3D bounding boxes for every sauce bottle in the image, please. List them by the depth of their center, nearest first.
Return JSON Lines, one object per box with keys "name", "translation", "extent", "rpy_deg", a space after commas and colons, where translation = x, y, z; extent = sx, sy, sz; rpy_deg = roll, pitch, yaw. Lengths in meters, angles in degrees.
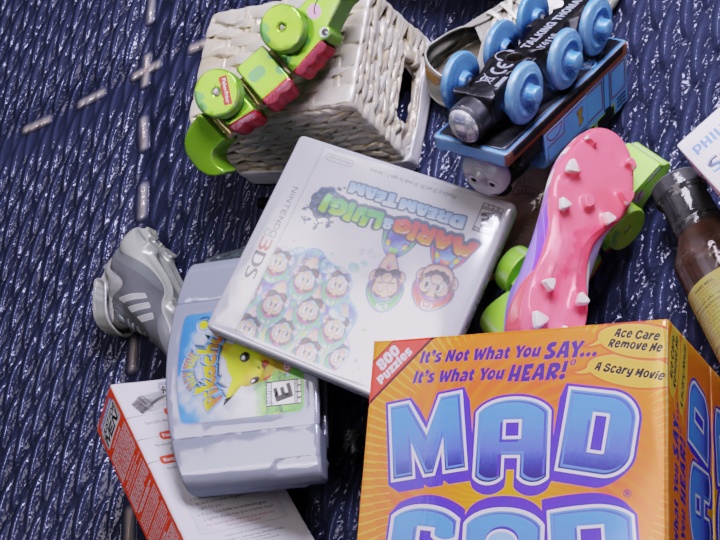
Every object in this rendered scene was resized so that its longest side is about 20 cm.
{"name": "sauce bottle", "translation": [0.266, 0.014, 0.776], "extent": [0.064, 0.065, 0.201], "rpy_deg": [-30, 59, 18]}

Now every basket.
{"name": "basket", "translation": [-0.048, -0.169, 1.012], "extent": [0.199, 0.123, 0.137], "rpy_deg": [-2, 69, 31]}

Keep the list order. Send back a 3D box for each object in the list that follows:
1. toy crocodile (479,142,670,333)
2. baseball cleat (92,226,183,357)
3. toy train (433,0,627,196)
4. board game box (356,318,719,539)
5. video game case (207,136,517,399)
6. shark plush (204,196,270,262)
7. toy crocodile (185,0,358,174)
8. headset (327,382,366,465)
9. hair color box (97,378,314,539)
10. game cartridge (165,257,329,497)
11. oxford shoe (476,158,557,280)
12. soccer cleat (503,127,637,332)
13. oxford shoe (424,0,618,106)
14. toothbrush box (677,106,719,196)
{"name": "toy crocodile", "translation": [0.169, -0.016, 0.859], "extent": [0.067, 0.062, 0.200], "rpy_deg": [36, 87, 36]}
{"name": "baseball cleat", "translation": [-0.204, 0.048, 1.065], "extent": [0.106, 0.070, 0.201], "rpy_deg": [-46, 44, 16]}
{"name": "toy train", "translation": [0.138, -0.139, 0.851], "extent": [0.086, 0.115, 0.200], "rpy_deg": [17, 47, 36]}
{"name": "board game box", "translation": [0.132, 0.164, 0.715], "extent": [0.198, 0.200, 0.202], "rpy_deg": [-7, 67, 30]}
{"name": "video game case", "translation": [0.000, 0.000, 0.864], "extent": [0.199, 0.024, 0.183], "rpy_deg": [20, 76, 22]}
{"name": "shark plush", "translation": [-0.062, -0.040, 0.996], "extent": [0.199, 0.084, 0.091], "rpy_deg": [-16, 21, 47]}
{"name": "toy crocodile", "translation": [-0.073, -0.164, 0.907], "extent": [0.200, 0.067, 0.062], "rpy_deg": [-43, 82, 9]}
{"name": "headset", "translation": [-0.066, 0.084, 0.926], "extent": [0.123, 0.094, 0.200], "rpy_deg": [-41, 78, -8]}
{"name": "hair color box", "translation": [-0.135, 0.182, 0.922], "extent": [0.200, 0.110, 0.064], "rpy_deg": [55, 134, 35]}
{"name": "game cartridge", "translation": [-0.093, 0.080, 0.889], "extent": [0.132, 0.041, 0.202], "rpy_deg": [-10, 63, 14]}
{"name": "oxford shoe", "translation": [0.093, -0.029, 0.897], "extent": [0.200, 0.073, 0.072], "rpy_deg": [-41, 55, 11]}
{"name": "soccer cleat", "translation": [0.147, -0.018, 0.798], "extent": [0.076, 0.066, 0.201], "rpy_deg": [-42, 24, 60]}
{"name": "oxford shoe", "translation": [0.140, -0.214, 0.956], "extent": [0.199, 0.058, 0.076], "rpy_deg": [-29, 55, 17]}
{"name": "toothbrush box", "translation": [0.335, -0.053, 0.717], "extent": [0.145, 0.086, 0.201], "rpy_deg": [-42, 67, 16]}
